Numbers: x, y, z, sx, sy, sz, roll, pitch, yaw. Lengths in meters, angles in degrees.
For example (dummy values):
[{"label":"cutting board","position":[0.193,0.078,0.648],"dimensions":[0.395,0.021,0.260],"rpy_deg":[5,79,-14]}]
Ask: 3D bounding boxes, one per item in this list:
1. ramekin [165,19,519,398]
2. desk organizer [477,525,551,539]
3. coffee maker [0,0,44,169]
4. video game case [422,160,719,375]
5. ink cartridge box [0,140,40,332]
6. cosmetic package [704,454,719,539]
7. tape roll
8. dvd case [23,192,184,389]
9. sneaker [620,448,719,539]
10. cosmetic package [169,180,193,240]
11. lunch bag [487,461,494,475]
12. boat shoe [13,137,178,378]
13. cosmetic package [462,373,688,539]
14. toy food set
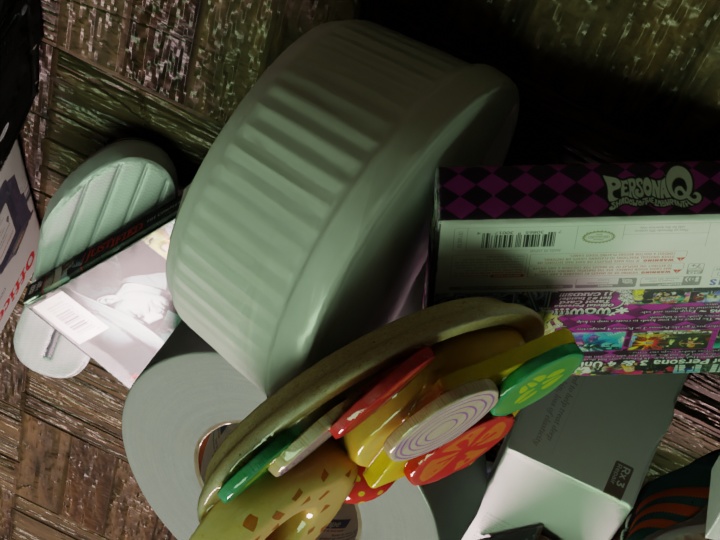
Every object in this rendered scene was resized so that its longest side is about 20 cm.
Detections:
[{"label":"ramekin","position":[-0.013,-0.031,1.373],"dimensions":[0.094,0.203,0.203],"rpy_deg":[32,158,14]},{"label":"desk organizer","position":[0.078,0.252,1.560],"dimensions":[0.077,0.201,0.072],"rpy_deg":[31,156,-19]},{"label":"coffee maker","position":[-0.282,-0.141,1.527],"dimensions":[0.199,0.135,0.193],"rpy_deg":[23,132,6]},{"label":"video game case","position":[0.131,0.002,1.377],"dimensions":[0.198,0.036,0.182],"rpy_deg":[-2,154,-2]},{"label":"ink cartridge box","position":[-0.268,-0.016,1.705],"dimensions":[0.084,0.145,0.200],"rpy_deg":[21,155,12]},{"label":"cosmetic package","position":[0.271,0.079,1.372],"dimensions":[0.150,0.052,0.201],"rpy_deg":[17,139,-2]},{"label":"tape roll","position":[-0.032,0.102,1.554],"dimensions":[0.199,0.066,0.201],"rpy_deg":[19,136,19]},{"label":"dvd case","position":[-0.079,0.015,1.637],"dimensions":[0.199,0.022,0.146],"rpy_deg":[-30,124,32]},{"label":"sneaker","position":[0.175,0.159,1.555],"dimensions":[0.080,0.200,0.072],"rpy_deg":[-12,107,50]},{"label":"cosmetic package","position":[0.000,0.000,1.548],"dimensions":[0.199,0.051,0.083],"rpy_deg":[33,127,-16]},{"label":"lunch bag","position":[0.040,0.191,1.840],"dimensions":[0.169,0.128,0.200],"rpy_deg":[5,142,38]},{"label":"boat shoe","position":[-0.162,-0.021,1.680],"dimensions":[0.072,0.071,0.200],"rpy_deg":[22,135,-13]},{"label":"cosmetic package","position":[0.121,0.104,1.598],"dimensions":[0.081,0.113,0.200],"rpy_deg":[24,154,4]},{"label":"toy food set","position":[0.007,0.079,1.344],"dimensions":[0.049,0.199,0.198],"rpy_deg":[59,146,18]}]
